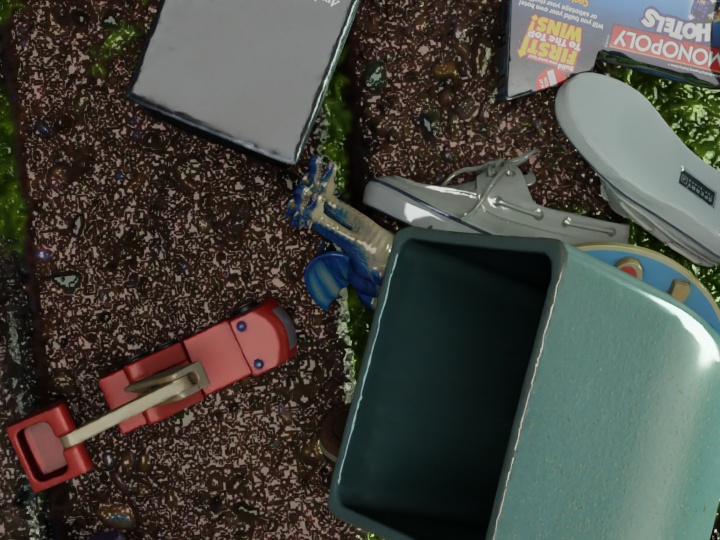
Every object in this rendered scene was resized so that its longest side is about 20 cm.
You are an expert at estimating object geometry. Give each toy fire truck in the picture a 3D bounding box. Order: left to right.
[{"bbox_3d":[-0.138,0.081,1.043,0.199,0.141,0.049,-25,94,-1],"label":"toy fire truck"}]

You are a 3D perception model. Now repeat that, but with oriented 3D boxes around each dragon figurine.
[{"bbox_3d":[0.000,0.000,1.068,0.099,0.201,0.059,21,59,22],"label":"dragon figurine"}]

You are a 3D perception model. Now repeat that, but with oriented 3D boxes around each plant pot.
[{"bbox_3d":[0.127,0.095,0.954,0.199,0.196,0.197,16,86,-28],"label":"plant pot"}]

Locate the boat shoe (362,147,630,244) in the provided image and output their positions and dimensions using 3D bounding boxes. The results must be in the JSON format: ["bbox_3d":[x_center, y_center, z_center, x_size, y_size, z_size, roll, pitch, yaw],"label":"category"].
[{"bbox_3d":[0.105,-0.050,1.084,0.201,0.075,0.087,19,92,-6],"label":"boat shoe"}]

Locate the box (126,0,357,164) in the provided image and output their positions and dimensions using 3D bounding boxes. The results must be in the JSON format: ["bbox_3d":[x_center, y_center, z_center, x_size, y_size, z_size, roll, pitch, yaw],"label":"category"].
[{"bbox_3d":[-0.063,-0.181,1.000,0.117,0.197,0.201,21,92,-5],"label":"box"}]

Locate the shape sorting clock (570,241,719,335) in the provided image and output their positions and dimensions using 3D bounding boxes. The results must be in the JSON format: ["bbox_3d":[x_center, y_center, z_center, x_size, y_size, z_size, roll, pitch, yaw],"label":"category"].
[{"bbox_3d":[0.168,0.071,1.081,0.198,0.039,0.201,1,122,1],"label":"shape sorting clock"}]

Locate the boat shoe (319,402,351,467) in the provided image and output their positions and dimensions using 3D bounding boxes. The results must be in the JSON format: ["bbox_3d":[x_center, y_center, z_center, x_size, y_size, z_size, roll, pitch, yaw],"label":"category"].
[{"bbox_3d":[0.066,0.156,1.090,0.201,0.075,0.075,14,135,8],"label":"boat shoe"}]

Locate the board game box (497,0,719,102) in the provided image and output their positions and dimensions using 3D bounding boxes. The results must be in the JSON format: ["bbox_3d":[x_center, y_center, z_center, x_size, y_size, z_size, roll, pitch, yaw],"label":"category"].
[{"bbox_3d":[0.178,-0.205,1.082,0.199,0.062,0.201,16,95,-1],"label":"board game box"}]

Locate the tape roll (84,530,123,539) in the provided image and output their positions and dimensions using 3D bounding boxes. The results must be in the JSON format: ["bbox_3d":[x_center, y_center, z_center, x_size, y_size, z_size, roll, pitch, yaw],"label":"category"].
[{"bbox_3d":[-0.229,0.267,1.018,0.199,0.200,0.085,-31,95,-1],"label":"tape roll"}]

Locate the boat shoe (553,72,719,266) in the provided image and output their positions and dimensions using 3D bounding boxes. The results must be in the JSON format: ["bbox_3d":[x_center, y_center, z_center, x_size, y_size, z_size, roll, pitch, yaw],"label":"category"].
[{"bbox_3d":[0.204,-0.062,1.072,0.200,0.065,0.074,39,58,-18],"label":"boat shoe"}]
